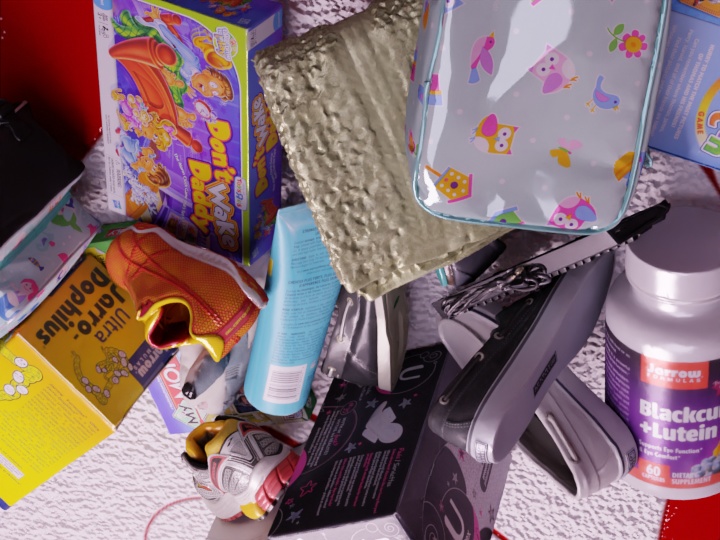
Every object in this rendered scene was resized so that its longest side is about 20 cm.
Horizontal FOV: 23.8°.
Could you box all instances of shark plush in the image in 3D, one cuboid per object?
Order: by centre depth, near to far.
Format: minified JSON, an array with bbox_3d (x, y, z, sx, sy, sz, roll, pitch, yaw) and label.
[{"bbox_3d":[-0.084,0.023,1.331,0.083,0.091,0.200,28,95,-40],"label":"shark plush"}]

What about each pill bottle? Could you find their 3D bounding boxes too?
[{"bbox_3d":[0.232,0.058,1.235,0.111,0.112,0.200,5,127,15],"label":"pill bottle"}]

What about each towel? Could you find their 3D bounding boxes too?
[{"bbox_3d":[0.022,-0.086,1.161,0.148,0.037,0.200,-25,114,0],"label":"towel"}]

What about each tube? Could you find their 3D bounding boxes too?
[{"bbox_3d":[-0.045,0.023,1.260,0.050,0.077,0.200,46,139,30],"label":"tube"}]

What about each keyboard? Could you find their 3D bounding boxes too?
[{"bbox_3d":[0.119,0.002,1.194,0.200,0.127,0.021,-27,87,53],"label":"keyboard"}]

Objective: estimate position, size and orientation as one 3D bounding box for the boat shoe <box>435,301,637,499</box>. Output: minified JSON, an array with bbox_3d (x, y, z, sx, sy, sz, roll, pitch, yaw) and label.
[{"bbox_3d":[0.115,0.094,1.273,0.200,0.066,0.072,46,148,26],"label":"boat shoe"}]

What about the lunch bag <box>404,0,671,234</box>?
[{"bbox_3d":[0.115,-0.122,1.089,0.160,0.077,0.201,5,117,-6],"label":"lunch bag"}]

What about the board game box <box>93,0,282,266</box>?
[{"bbox_3d":[-0.124,-0.115,1.240,0.134,0.045,0.200,21,131,24],"label":"board game box"}]

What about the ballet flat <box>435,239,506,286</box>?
[{"bbox_3d":[0.055,-0.083,1.224,0.073,0.073,0.200,-13,115,26],"label":"ballet flat"}]

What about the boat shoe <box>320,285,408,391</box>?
[{"bbox_3d":[0.000,0.000,1.287,0.067,0.072,0.201,11,121,16],"label":"boat shoe"}]

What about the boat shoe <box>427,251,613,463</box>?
[{"bbox_3d":[0.118,0.050,1.222,0.056,0.200,0.069,21,145,26],"label":"boat shoe"}]

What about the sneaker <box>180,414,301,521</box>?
[{"bbox_3d":[-0.105,0.152,1.402,0.082,0.078,0.200,42,161,-7],"label":"sneaker"}]

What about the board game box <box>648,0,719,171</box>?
[{"bbox_3d":[0.195,-0.156,1.136,0.199,0.037,0.152,19,128,5],"label":"board game box"}]

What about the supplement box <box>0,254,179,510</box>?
[{"bbox_3d":[-0.258,0.095,1.399,0.110,0.109,0.200,45,135,-10],"label":"supplement box"}]

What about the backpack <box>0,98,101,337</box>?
[{"bbox_3d":[-0.312,-0.019,1.313,0.200,0.178,0.151,-26,108,36],"label":"backpack"}]

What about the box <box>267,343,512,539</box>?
[{"bbox_3d":[0.032,0.175,1.330,0.114,0.200,0.132,-15,120,28],"label":"box"}]

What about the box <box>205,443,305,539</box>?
[{"bbox_3d":[-0.064,0.263,1.427,0.097,0.200,0.124,-27,115,32],"label":"box"}]

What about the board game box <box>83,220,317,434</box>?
[{"bbox_3d":[-0.131,0.045,1.396,0.134,0.029,0.200,-8,123,22],"label":"board game box"}]

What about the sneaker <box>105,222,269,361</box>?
[{"bbox_3d":[-0.148,0.015,1.267,0.073,0.077,0.200,50,163,-28],"label":"sneaker"}]
